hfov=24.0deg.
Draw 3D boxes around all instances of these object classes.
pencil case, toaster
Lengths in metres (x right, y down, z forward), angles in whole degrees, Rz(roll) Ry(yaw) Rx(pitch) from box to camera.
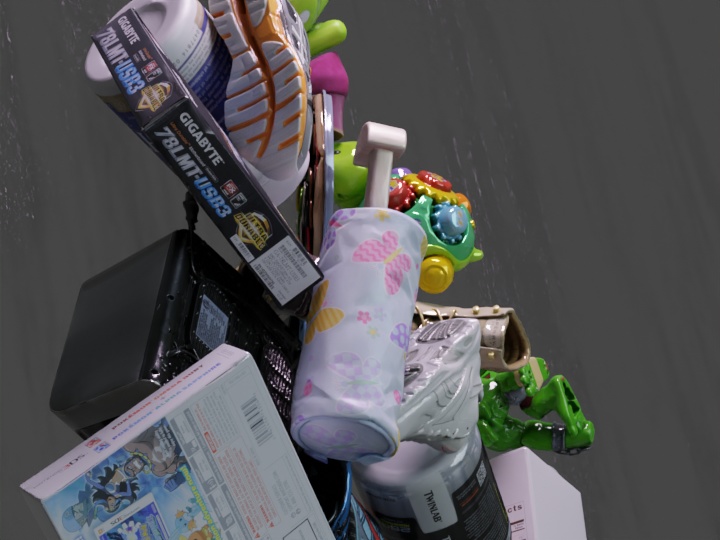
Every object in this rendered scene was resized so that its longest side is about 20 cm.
[{"bbox_3d":[0.003,0.049,1.323,0.090,0.083,0.201,23,58,-26],"label":"pencil case"},{"bbox_3d":[-0.133,0.082,1.322,0.181,0.118,0.201,48,32,-34],"label":"toaster"}]

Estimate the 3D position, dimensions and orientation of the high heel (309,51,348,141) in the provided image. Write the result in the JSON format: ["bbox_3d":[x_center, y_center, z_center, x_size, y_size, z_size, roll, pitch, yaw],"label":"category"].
[{"bbox_3d":[-0.086,-0.199,1.680,0.200,0.067,0.097,24,58,-52],"label":"high heel"}]

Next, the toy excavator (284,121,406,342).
[{"bbox_3d":[0.000,0.000,1.476,0.099,0.200,0.195,12,48,-11],"label":"toy excavator"}]

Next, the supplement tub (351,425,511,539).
[{"bbox_3d":[0.069,0.216,1.554,0.123,0.122,0.201,-81,157,-47],"label":"supplement tub"}]

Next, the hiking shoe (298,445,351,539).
[{"bbox_3d":[-0.043,0.211,1.379,0.087,0.074,0.202,-68,157,-82],"label":"hiking shoe"}]

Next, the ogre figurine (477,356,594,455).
[{"bbox_3d":[0.159,0.140,1.822,0.200,0.119,0.099,29,49,-49],"label":"ogre figurine"}]

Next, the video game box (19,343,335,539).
[{"bbox_3d":[-0.120,0.185,1.201,0.182,0.047,0.201,-36,117,-27],"label":"video game box"}]

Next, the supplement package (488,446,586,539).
[{"bbox_3d":[0.152,0.301,1.677,0.121,0.119,0.201,41,36,-42],"label":"supplement package"}]

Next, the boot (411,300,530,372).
[{"bbox_3d":[0.068,0.055,1.664,0.200,0.155,0.073,37,61,-54],"label":"boot"}]

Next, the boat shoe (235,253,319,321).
[{"bbox_3d":[-0.077,0.009,1.463,0.059,0.200,0.072,20,86,-18],"label":"boat shoe"}]

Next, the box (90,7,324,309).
[{"bbox_3d":[-0.123,-0.090,1.337,0.199,0.050,0.200,56,-2,-33],"label":"box"}]

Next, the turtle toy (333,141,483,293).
[{"bbox_3d":[0.037,-0.060,1.738,0.199,0.102,0.146,24,14,0],"label":"turtle toy"}]

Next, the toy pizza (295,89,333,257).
[{"bbox_3d":[-0.046,-0.071,1.613,0.200,0.031,0.202,-179,-90,-86],"label":"toy pizza"}]

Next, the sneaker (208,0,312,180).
[{"bbox_3d":[-0.070,-0.165,1.425,0.077,0.078,0.201,30,45,-56],"label":"sneaker"}]

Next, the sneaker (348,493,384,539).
[{"bbox_3d":[-0.024,0.235,1.480,0.096,0.079,0.201,-83,148,-74],"label":"sneaker"}]

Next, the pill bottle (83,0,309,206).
[{"bbox_3d":[-0.138,-0.143,1.496,0.200,0.119,0.120,46,33,-34],"label":"pill bottle"}]

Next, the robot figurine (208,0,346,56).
[{"bbox_3d":[-0.086,-0.297,1.720,0.200,0.115,0.176,-65,139,-56],"label":"robot figurine"}]

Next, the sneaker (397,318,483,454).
[{"bbox_3d":[0.058,0.117,1.418,0.200,0.078,0.100,-36,113,-51],"label":"sneaker"}]
